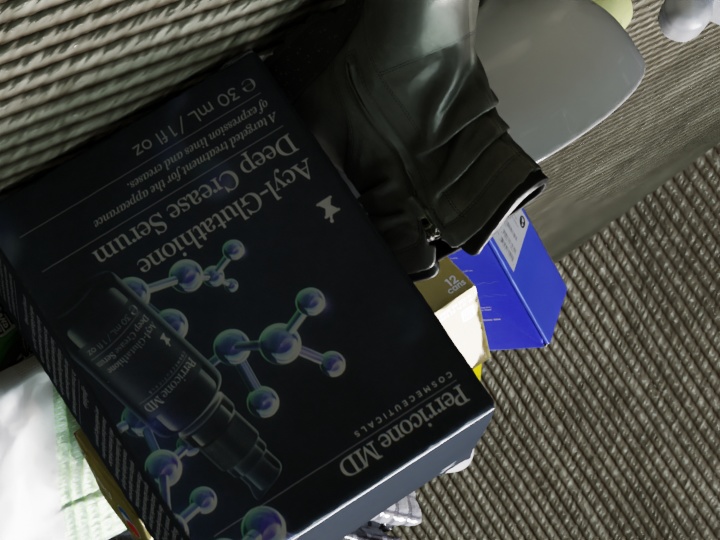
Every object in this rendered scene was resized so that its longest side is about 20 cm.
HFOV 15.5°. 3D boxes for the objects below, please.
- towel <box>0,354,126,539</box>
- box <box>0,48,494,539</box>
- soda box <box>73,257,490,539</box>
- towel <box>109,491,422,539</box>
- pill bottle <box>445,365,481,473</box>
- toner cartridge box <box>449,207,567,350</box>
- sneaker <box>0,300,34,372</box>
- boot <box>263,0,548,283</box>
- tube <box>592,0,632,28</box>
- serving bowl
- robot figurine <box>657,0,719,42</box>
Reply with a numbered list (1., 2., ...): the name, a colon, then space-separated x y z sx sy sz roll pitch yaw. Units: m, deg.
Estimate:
1. towel: -0.111 0.079 1.310 0.199 0.031 0.150 -24 143 -22
2. box: -0.059 0.031 1.197 0.148 0.200 0.107 -32 169 -13
3. soda box: -0.036 0.060 1.290 0.200 0.064 0.068 -34 146 -12
4. towel: -0.084 0.160 1.504 0.199 0.086 0.165 -9 164 37
5. pill bottle: 0.021 0.011 1.505 0.104 0.201 0.104 4 -179 0
6. toner cartridge box: 0.000 0.000 1.401 0.199 0.095 0.043 -4 -136 30
7. sneaker: -0.150 0.024 1.286 0.200 0.078 0.085 -34 173 -1
8. boot: 0.046 -0.085 1.163 0.068 0.131 0.200 -28 169 -42
9. tube: 0.079 -0.090 1.454 0.052 0.058 0.200 3 -137 46
10. serving bowl: 0.038 -0.089 1.314 0.200 0.066 0.200 -25 -166 7
11. robot figurine: 0.205 -0.185 1.330 0.170 0.113 0.200 -56 176 -4
